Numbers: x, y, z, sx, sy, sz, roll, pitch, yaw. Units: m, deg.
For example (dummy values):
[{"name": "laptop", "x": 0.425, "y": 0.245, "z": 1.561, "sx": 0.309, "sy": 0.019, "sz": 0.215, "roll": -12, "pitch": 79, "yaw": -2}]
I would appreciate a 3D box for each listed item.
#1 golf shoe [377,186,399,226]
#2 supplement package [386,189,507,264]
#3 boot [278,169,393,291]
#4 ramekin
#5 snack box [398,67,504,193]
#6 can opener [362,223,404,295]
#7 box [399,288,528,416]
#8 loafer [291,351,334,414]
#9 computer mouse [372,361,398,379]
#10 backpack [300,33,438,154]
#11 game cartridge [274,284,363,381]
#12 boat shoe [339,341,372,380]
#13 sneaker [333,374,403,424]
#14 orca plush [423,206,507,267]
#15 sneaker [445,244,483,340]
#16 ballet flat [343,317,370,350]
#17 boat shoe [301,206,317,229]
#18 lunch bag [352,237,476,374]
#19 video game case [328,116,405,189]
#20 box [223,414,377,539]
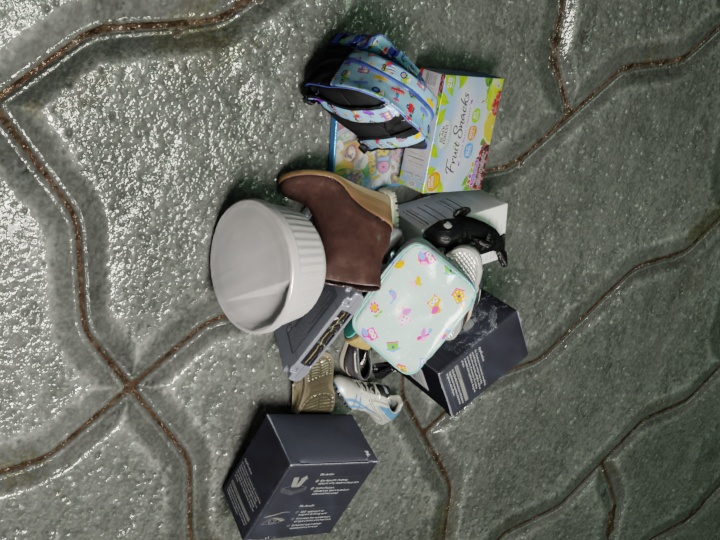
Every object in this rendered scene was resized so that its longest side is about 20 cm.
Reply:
[{"name": "golf shoe", "x": 0.002, "y": -0.050, "z": 1.595, "sx": 0.096, "sy": 0.078, "sz": 0.204, "roll": 8, "pitch": 107, "yaw": -32}, {"name": "supplement package", "x": 0.156, "y": -0.067, "z": 1.678, "sx": 0.197, "sy": 0.109, "sz": 0.116, "roll": -18, "pitch": 122, "yaw": -29}, {"name": "boot", "x": -0.047, "y": -0.064, "z": 1.460, "sx": 0.196, "sy": 0.073, "sz": 0.170, "roll": 13, "pitch": 65, "yaw": -5}, {"name": "ramekin", "x": -0.139, "y": -0.008, "z": 1.432, "sx": 0.093, "sy": 0.201, "sz": 0.206, "roll": -5, "pitch": 116, "yaw": -47}, {"name": "snack box", "x": 0.158, "y": -0.242, "z": 1.602, "sx": 0.167, "sy": 0.067, "sz": 0.204, "roll": -7, "pitch": 114, "yaw": -45}, {"name": "can opener", "x": 0.000, "y": 0.000, "z": 1.554, "sx": 0.201, "sy": 0.053, "sz": 0.066, "roll": -53, "pitch": 155, "yaw": 14}, {"name": "box", "x": 0.173, "y": 0.132, "z": 1.735, "sx": 0.199, "sy": 0.196, "sz": 0.119, "roll": -35, "pitch": 128, "yaw": -18}, {"name": "loafer", "x": -0.086, "y": 0.201, "z": 1.659, "sx": 0.074, "sy": 0.069, "sz": 0.203, "roll": -8, "pitch": 134, "yaw": -22}, {"name": "computer mouse", "x": 0.080, "y": 0.092, "z": 1.652, "sx": 0.046, "sy": 0.139, "sz": 0.203, "roll": 34, "pitch": 60, "yaw": -27}, {"name": "backpack", "x": 0.033, "y": -0.268, "z": 1.409, "sx": 0.182, "sy": 0.199, "sz": 0.136, "roll": 36, "pitch": 80, "yaw": -34}, {"name": "game cartridge", "x": -0.072, "y": 0.070, "z": 1.540, "sx": 0.040, "sy": 0.134, "sz": 0.201, "roll": 21, "pitch": 119, "yaw": -34}, {"name": "boat shoe", "x": 0.018, "y": 0.106, "z": 1.691, "sx": 0.072, "sy": 0.062, "sz": 0.204, "roll": 2, "pitch": 111, "yaw": -39}, {"name": "sneaker", "x": 0.010, "y": 0.232, "z": 1.742, "sx": 0.072, "sy": 0.072, "sz": 0.199, "roll": -44, "pitch": 140, "yaw": 9}, {"name": "orca plush", "x": 0.202, "y": -0.040, "z": 1.604, "sx": 0.198, "sy": 0.071, "sz": 0.107, "roll": 26, "pitch": 94, "yaw": -42}, {"name": "sneaker", "x": 0.172, "y": 0.024, "z": 1.603, "sx": 0.079, "sy": 0.077, "sz": 0.202, "roll": -47, "pitch": 158, "yaw": -45}, {"name": "ballet flat", "x": 0.051, "y": 0.058, "z": 1.620, "sx": 0.063, "sy": 0.069, "sz": 0.200, "roll": 34, "pitch": 107, "yaw": -29}, {"name": "boat shoe", "x": -0.084, "y": -0.026, "z": 1.540, "sx": 0.071, "sy": 0.071, "sz": 0.203, "roll": 23, "pitch": 97, "yaw": -42}, {"name": "lunch bag", "x": 0.088, "y": 0.052, "z": 1.526, "sx": 0.201, "sy": 0.160, "sz": 0.077, "roll": -52, "pitch": 178, "yaw": 12}, {"name": "video game case", "x": 0.033, "y": -0.209, "z": 1.573, "sx": 0.197, "sy": 0.018, "sz": 0.146, "roll": -12, "pitch": 118, "yaw": -33}, {"name": "box", "x": -0.109, "y": 0.366, "z": 1.648, "sx": 0.194, "sy": 0.118, "sz": 0.202, "roll": 8, "pitch": 125, "yaw": -40}]
